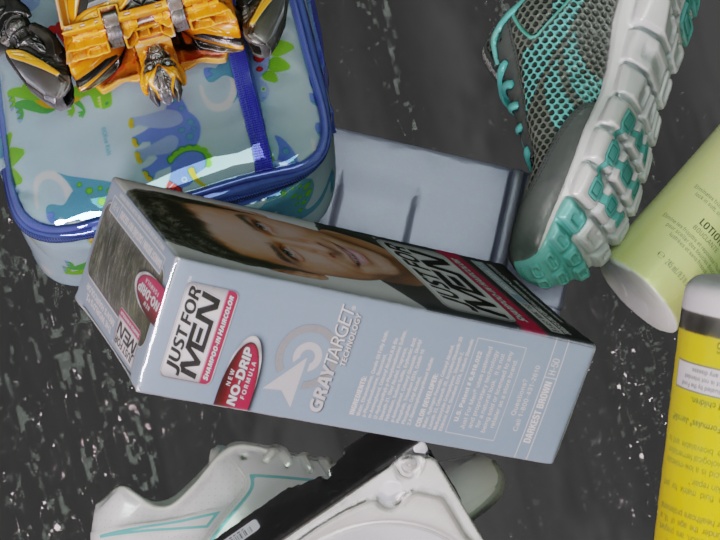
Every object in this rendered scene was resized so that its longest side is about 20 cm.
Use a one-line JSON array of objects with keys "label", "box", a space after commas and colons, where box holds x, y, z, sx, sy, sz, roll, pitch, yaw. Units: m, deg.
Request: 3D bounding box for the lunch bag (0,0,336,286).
[{"label": "lunch bag", "box": [-0.095, -0.103, 0.988, 0.159, 0.083, 0.201, -11, 67, -1]}]

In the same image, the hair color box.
[{"label": "hair color box", "box": [-0.011, 0.022, 0.912, 0.199, 0.099, 0.061, 12, 106, -27]}]

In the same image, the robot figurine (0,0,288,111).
[{"label": "robot figurine", "box": [-0.108, -0.166, 0.938, 0.144, 0.058, 0.201, -15, 66, -1]}]

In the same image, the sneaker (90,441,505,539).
[{"label": "sneaker", "box": [-0.031, 0.111, 0.989, 0.199, 0.070, 0.081, -16, 81, -4]}]

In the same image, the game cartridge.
[{"label": "game cartridge", "box": [0.000, 0.000, 1.024, 0.198, 0.038, 0.131, 13, 78, -1]}]

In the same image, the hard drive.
[{"label": "hard drive", "box": [0.011, 0.181, 0.949, 0.139, 0.038, 0.201, -33, 118, -6]}]

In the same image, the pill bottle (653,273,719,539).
[{"label": "pill bottle", "box": [0.191, 0.107, 0.971, 0.110, 0.111, 0.202, 6, 94, -2]}]

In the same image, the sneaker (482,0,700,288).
[{"label": "sneaker", "box": [0.097, -0.084, 1.013, 0.091, 0.078, 0.201, 10, 64, 24]}]

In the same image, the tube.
[{"label": "tube", "box": [0.199, -0.057, 1.033, 0.200, 0.058, 0.052, -44, 48, -12]}]
